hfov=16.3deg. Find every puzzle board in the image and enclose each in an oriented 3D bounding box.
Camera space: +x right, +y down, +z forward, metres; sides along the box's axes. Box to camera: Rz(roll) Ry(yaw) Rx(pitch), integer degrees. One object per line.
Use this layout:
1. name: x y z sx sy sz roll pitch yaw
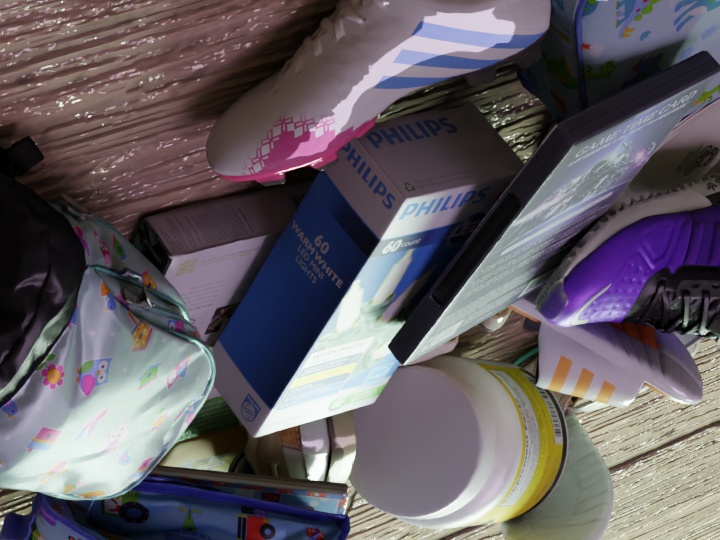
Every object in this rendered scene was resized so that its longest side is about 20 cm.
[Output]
1. puzzle board: -0.094 0.179 1.570 0.150 0.017 0.200 6 146 -5

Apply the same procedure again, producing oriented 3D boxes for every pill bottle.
1. pill bottle: 0.061 0.112 1.652 0.114 0.114 0.200 -41 165 11

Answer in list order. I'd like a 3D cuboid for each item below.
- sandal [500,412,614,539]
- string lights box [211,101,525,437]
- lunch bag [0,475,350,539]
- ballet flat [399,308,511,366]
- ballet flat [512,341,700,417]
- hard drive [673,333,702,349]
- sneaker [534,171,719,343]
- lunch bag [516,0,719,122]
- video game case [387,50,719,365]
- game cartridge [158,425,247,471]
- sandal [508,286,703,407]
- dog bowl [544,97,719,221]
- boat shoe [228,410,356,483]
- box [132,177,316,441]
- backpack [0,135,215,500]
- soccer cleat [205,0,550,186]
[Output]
1. sandal: 0.142 0.156 1.784 0.082 0.203 0.050 -20 119 10
2. string lights box: 0.000 0.000 1.412 0.103 0.059 0.200 -14 147 -43
3. lunch bag: -0.122 0.189 1.508 0.151 0.200 0.094 109 -2 -58
4. ballet flat: 0.053 0.020 1.583 0.200 0.072 0.072 -23 152 -26
5. ballet flat: 0.201 0.048 1.804 0.200 0.067 0.068 -35 161 -1
6. hard drive: 0.219 0.006 1.679 0.132 0.026 0.200 -34 -171 -2
7. sneaker: 0.197 0.006 1.505 0.200 0.100 0.070 -22 157 -39
8. lunch bag: 0.167 -0.159 1.397 0.161 0.083 0.200 -30 154 -8
9. video game case: 0.107 -0.034 1.399 0.143 0.019 0.200 -27 160 -44
10. game cartridge: -0.104 0.153 1.655 0.176 0.032 0.200 -9 142 -42
11. sandal: 0.113 0.035 1.545 0.059 0.206 0.079 -61 -178 23
12. dog bowl: 0.198 -0.081 1.577 0.200 0.074 0.200 -28 153 -16
13. boat shoe: -0.051 0.136 1.590 0.068 0.075 0.200 -7 143 -14
14. box: -0.090 0.032 1.467 0.144 0.036 0.200 -14 146 -37
15. backpack: -0.167 0.041 1.284 0.167 0.127 0.200 -43 156 9
16. soccer cleat: 0.002 -0.119 1.303 0.200 0.070 0.086 -26 126 -5
